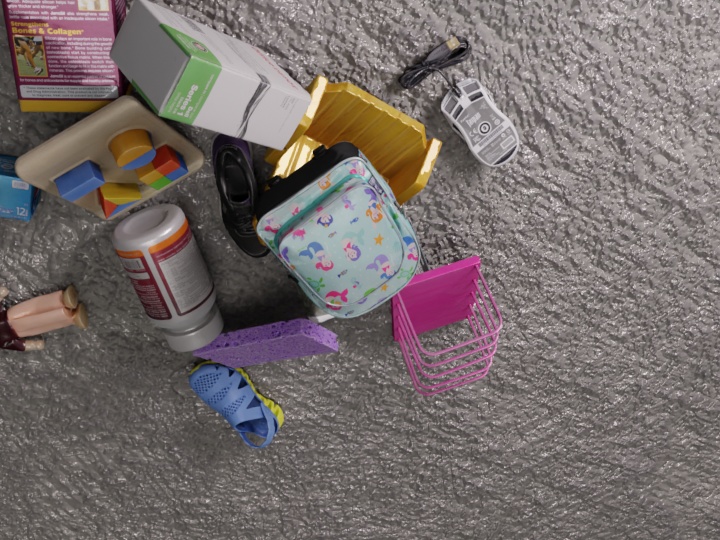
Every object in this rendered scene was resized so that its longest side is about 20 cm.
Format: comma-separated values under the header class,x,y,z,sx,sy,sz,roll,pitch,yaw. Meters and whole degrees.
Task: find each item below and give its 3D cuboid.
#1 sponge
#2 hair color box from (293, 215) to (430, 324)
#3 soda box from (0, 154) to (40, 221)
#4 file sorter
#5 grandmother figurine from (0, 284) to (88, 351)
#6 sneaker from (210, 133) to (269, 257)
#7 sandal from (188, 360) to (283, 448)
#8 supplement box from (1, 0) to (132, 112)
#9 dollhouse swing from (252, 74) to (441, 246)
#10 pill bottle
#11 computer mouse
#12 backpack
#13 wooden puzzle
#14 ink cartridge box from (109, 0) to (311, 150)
class,x,y,z,sx,sy,sz,roll,pitch,yaw
sponge,-0.146,0.114,1.217,0.198,0.030,0.111,-12,157,24
hair color box,0.000,0.000,1.205,0.198,0.061,0.100,-22,95,5
soda box,-0.539,-0.125,1.062,0.197,0.068,0.065,10,118,-14
file sorter,0.131,0.095,1.206,0.137,0.127,0.201,-18,154,-5
grandmother figurine,-0.523,0.079,1.191,0.198,0.061,0.122,-19,113,-1
sneaker,-0.173,-0.093,1.126,0.075,0.088,0.202,-14,121,-1
sandal,-0.202,0.226,1.310,0.079,0.087,0.200,-40,116,17
supplement box,-0.356,-0.304,0.965,0.129,0.104,0.202,0,121,-9
dollhouse swing,-0.026,-0.115,1.074,0.198,0.178,0.181,25,150,-21
pill bottle,-0.277,0.013,1.160,0.108,0.110,0.202,-16,121,1
computer mouse,0.151,-0.231,1.126,0.109,0.044,0.200,-38,113,8
backpack,-0.020,-0.039,1.017,0.177,0.151,0.201,-33,122,5
wooden puzzle,-0.320,-0.132,1.047,0.184,0.047,0.200,-27,160,8
ink cartridge box,-0.178,-0.234,0.964,0.199,0.146,0.085,9,122,-51
